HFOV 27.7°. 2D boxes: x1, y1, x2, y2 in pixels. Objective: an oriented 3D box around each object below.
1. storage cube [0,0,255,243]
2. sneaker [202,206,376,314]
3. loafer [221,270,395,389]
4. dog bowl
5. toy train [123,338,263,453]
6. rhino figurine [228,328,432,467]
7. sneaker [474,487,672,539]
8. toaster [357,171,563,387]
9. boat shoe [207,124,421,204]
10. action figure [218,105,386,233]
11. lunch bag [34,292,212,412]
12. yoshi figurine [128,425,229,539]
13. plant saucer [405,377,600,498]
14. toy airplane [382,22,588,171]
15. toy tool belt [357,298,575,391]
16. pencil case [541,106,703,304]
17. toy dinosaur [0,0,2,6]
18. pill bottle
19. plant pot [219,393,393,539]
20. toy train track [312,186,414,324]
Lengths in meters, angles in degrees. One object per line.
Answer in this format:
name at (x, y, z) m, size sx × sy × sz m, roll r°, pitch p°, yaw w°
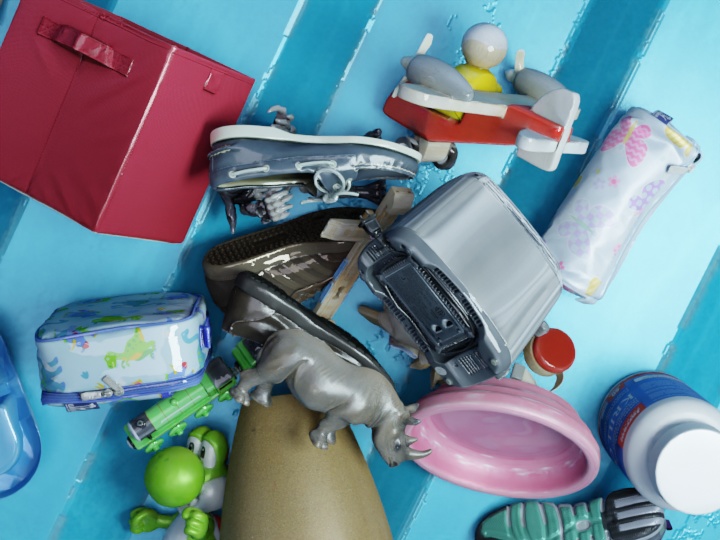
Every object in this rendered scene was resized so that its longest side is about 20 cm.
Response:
storage cube at (-0.233, -0.142, 1.361) m, size 0.171 × 0.200 × 0.180 m, roll 27°, pitch 96°, yaw 18°
sneaker at (-0.057, -0.008, 1.474) m, size 0.200 × 0.070 × 0.076 m, roll -12°, pitch 124°, yaw -4°
loafer at (-0.054, 0.078, 1.430) m, size 0.200 × 0.073 × 0.071 m, roll 35°, pitch 93°, yaw -16°
dog bowl at (-0.391, 0.132, 1.475) m, size 0.111 × 0.050 × 0.200 m, roll -20°, pitch 98°, yaw 0°
toy train at (-0.151, 0.115, 1.462) m, size 0.200 × 0.056 × 0.042 m, roll -35°, pitch 76°, yaw -9°
rhino figurine at (-0.017, 0.125, 1.372) m, size 0.200 × 0.060 × 0.088 m, roll 30°, pitch 99°, yaw -9°
sneaker at (0.222, 0.279, 1.514) m, size 0.200 × 0.088 × 0.075 m, roll -11°, pitch 62°, yaw 20°
toaster at (0.092, -0.001, 1.352) m, size 0.200 × 0.114 × 0.129 m, roll 50°, pitch 56°, yaw -4°
boat shoe at (-0.042, -0.094, 1.352) m, size 0.200 × 0.075 × 0.062 m, roll 5°, pitch 77°, yaw -15°
action figure at (-0.076, -0.101, 1.433) m, size 0.200 × 0.102 × 0.119 m, roll -4°, pitch 83°, yaw -2°
lunch bag at (-0.221, 0.072, 1.398) m, size 0.161 × 0.200 × 0.083 m, roll -8°, pitch 98°, yaw -2°
yoshi figurine at (-0.185, 0.258, 1.473) m, size 0.112 × 0.112 × 0.200 m, roll 7°, pitch 94°, yaw 3°
plant saucer at (0.140, 0.162, 1.451) m, size 0.200 × 0.201 × 0.051 m, roll 17°, pitch 58°, yaw -4°
toy airplane at (0.124, -0.165, 1.384) m, size 0.199 × 0.200 × 0.141 m, roll 2°, pitch 93°, yaw -2°
toy tool belt at (0.104, 0.063, 1.469) m, size 0.200 × 0.123 × 0.125 m, roll 25°, pitch 64°, yaw -12°
pencil case at (0.255, -0.065, 1.460) m, size 0.091 × 0.083 × 0.200 m, roll 37°, pitch 96°, yaw 16°
toy dinosaur at (-0.368, -0.349, 1.418) m, size 0.088 × 0.047 × 0.200 m, roll -23°, pitch 98°, yaw 15°
pill bottle at (0.306, 0.171, 1.434) m, size 0.112 × 0.200 × 0.112 m, roll 0°, pitch 97°, yaw -2°
plant pot at (-0.059, 0.224, 1.450) m, size 0.186 × 0.186 × 0.200 m, roll -6°, pitch 83°, yaw -2°
toy train track at (0.000, 0.000, 1.431) m, size 0.115 × 0.033 × 0.200 m, roll 2°, pitch 137°, yaw -35°
